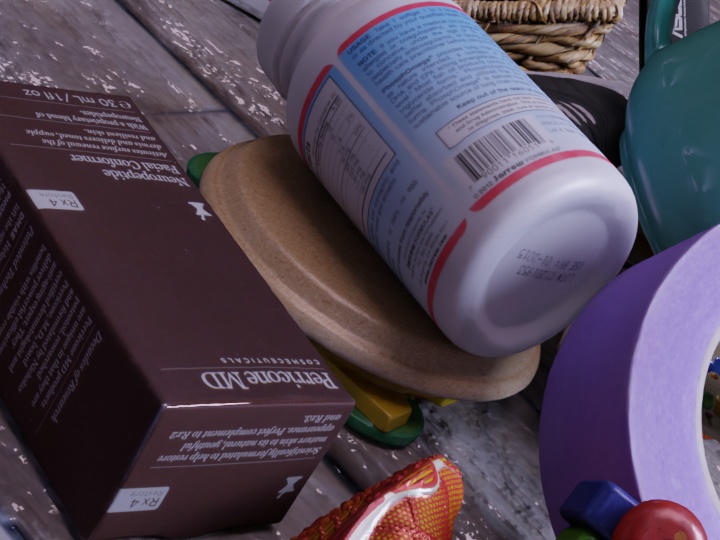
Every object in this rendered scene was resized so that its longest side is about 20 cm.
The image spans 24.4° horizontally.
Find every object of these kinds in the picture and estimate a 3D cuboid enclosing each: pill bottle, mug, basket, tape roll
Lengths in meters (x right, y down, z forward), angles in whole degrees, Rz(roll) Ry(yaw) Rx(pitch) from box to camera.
[{"bbox_3d":[0.033,-0.062,0.793,0.108,0.109,0.200,4,38,-45],"label":"pill bottle"},{"bbox_3d":[0.200,-0.065,0.867,0.152,0.114,0.186,45,31,-45],"label":"mug"},{"bbox_3d":[0.087,-0.173,1.114,0.142,0.150,0.200,32,26,0],"label":"basket"},{"bbox_3d":[0.183,0.078,0.728,0.198,0.085,0.202,6,74,-19],"label":"tape roll"}]

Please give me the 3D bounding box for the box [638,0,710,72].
[{"bbox_3d":[0.211,-0.167,1.134,0.047,0.194,0.202,-1,59,11],"label":"box"}]

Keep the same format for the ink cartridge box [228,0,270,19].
[{"bbox_3d":[-0.047,-0.272,1.075,0.145,0.201,0.085,28,31,-7],"label":"ink cartridge box"}]

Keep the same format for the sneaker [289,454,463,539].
[{"bbox_3d":[0.001,0.132,0.597,0.077,0.073,0.200,52,28,-9],"label":"sneaker"}]

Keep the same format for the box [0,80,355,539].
[{"bbox_3d":[-0.101,0.010,0.669,0.100,0.075,0.200,3,40,-46],"label":"box"}]

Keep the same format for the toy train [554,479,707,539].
[{"bbox_3d":[0.130,0.178,0.600,0.200,0.116,0.085,40,-7,1],"label":"toy train"}]

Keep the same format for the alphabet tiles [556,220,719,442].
[{"bbox_3d":[0.174,0.012,0.891,0.165,0.006,0.200,29,37,5],"label":"alphabet tiles"}]

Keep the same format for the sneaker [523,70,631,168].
[{"bbox_3d":[0.050,-0.077,0.908,0.198,0.072,0.099,3,14,19],"label":"sneaker"}]

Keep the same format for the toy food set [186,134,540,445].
[{"bbox_3d":[0.000,0.000,0.828,0.200,0.049,0.197,43,28,20],"label":"toy food set"}]

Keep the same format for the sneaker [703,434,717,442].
[{"bbox_3d":[0.166,0.011,0.949,0.077,0.073,0.201,23,27,-24],"label":"sneaker"}]
